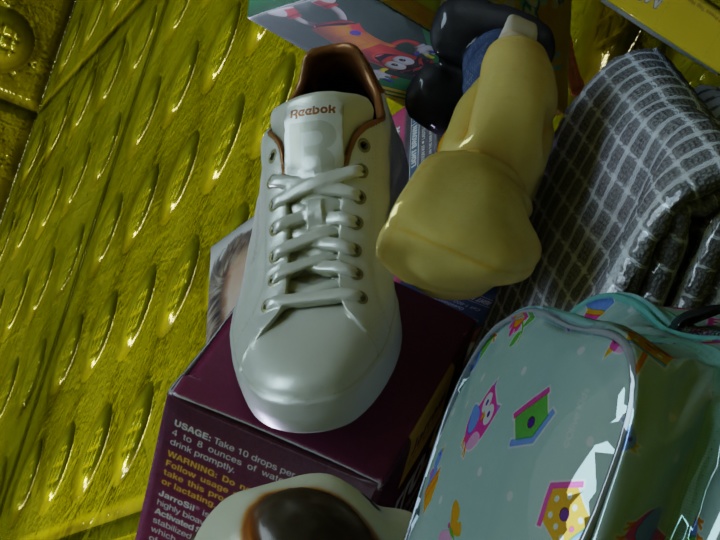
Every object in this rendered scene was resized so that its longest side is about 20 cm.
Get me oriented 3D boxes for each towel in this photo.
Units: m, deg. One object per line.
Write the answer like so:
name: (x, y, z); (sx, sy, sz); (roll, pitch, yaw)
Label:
towel: (0.102, 0.024, 0.946); (0.201, 0.085, 0.166); (-64, 16, 15)

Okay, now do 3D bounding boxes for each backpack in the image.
backpack: (0.097, 0.094, 0.770); (0.200, 0.153, 0.177); (-150, 76, -80)

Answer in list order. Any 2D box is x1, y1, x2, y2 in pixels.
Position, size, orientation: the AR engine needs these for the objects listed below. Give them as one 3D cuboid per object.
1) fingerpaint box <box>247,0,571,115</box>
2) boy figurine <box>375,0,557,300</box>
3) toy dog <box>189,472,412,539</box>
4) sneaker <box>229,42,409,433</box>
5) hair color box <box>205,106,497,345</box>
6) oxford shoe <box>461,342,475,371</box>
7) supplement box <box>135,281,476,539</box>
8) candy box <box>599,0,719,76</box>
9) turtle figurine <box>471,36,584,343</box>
fingerpaint box: (0.031, -0.189, 1.153); (0.073, 0.167, 0.201); (-12, 65, 39)
boy figurine: (0.044, -0.039, 0.969); (0.200, 0.064, 0.125); (-75, 6, -61)
toy dog: (-0.012, 0.178, 0.888); (0.140, 0.193, 0.201); (135, 130, -72)
sneaker: (-0.022, -0.021, 0.987); (0.200, 0.072, 0.085); (-85, -15, -49)
hair color box: (0.000, 0.000, 1.170); (0.200, 0.060, 0.100); (-34, 44, 45)
oxford shoe: (0.026, 0.075, 1.161); (0.200, 0.071, 0.074); (-45, 22, 51)
supplement box: (-0.034, 0.110, 1.067); (0.131, 0.103, 0.201); (-55, -16, -51)
candy box: (0.077, -0.144, 0.992); (0.026, 0.200, 0.102); (-57, -4, 10)
turtle figurine: (0.043, -0.032, 1.240); (0.161, 0.064, 0.201); (-35, 36, 63)
